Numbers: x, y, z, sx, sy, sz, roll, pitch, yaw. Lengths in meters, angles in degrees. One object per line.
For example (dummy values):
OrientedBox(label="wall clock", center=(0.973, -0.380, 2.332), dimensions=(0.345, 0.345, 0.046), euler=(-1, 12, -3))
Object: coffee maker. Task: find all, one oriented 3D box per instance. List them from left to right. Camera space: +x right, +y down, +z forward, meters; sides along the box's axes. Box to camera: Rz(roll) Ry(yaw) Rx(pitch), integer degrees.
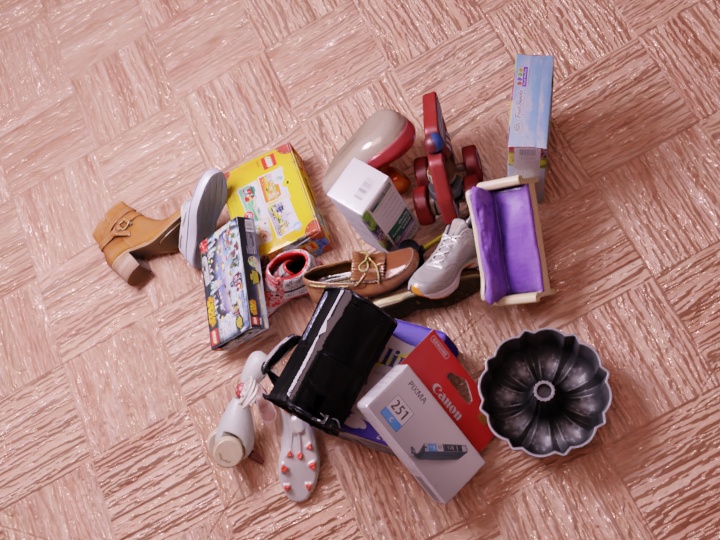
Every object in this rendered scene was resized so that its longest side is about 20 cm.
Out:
OrientedBox(label="coffee maker", center=(-0.032, 0.138, 1.551), dimensions=(0.192, 0.135, 0.201), euler=(16, 73, 47))

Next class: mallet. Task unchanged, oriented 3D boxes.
OrientedBox(label="mallet", center=(0.152, -0.061, 1.763), dimensions=(0.199, 0.066, 0.041), euler=(-29, 63, -11))

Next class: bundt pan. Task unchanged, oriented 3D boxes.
OrientedBox(label="bundt pan", center=(0.281, 0.193, 1.580), dimensions=(0.201, 0.076, 0.203), euler=(-4, 68, 9))

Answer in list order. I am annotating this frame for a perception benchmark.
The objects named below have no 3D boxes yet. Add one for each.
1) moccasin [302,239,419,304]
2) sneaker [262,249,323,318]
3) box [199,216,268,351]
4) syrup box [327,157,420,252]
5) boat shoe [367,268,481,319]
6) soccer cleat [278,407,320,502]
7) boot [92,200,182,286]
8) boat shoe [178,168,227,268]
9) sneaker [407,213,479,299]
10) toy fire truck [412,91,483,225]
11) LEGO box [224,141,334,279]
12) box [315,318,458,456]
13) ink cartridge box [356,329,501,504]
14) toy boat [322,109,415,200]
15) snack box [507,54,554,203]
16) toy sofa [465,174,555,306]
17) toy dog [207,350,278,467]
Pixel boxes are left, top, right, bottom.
OrientedBox(label="moccasin", center=(0.000, -0.001, 1.704), dimensions=(0.201, 0.078, 0.074), euler=(-11, 44, 24))
OrientedBox(label="sneaker", center=(-0.158, 0.028, 1.787), dimensions=(0.201, 0.108, 0.067), euler=(-25, 63, 8))
OrientedBox(label="box", center=(-0.221, 0.024, 1.781), dimensions=(0.137, 0.040, 0.201), euler=(-31, 63, 48))
OrientedBox(label="syrup box", center=(0.026, -0.099, 1.723), dimensions=(0.081, 0.200, 0.079), euler=(32, 82, 28))
OrientedBox(label="boat shoe", center=(0.104, 0.025, 1.719), dimensions=(0.199, 0.072, 0.068), euler=(-16, 57, 8))
OrientedBox(label="soccer cleat", center=(-0.101, 0.275, 1.696), dimensions=(0.069, 0.078, 0.201), euler=(-4, 87, 2))
OrientedBox(label="boot", center=(-0.407, -0.085, 1.941), dimensions=(0.200, 0.074, 0.155), euler=(-42, 58, -4))
OrientedBox(label="boat shoe", center=(-0.295, -0.100, 1.858), dimensions=(0.067, 0.073, 0.201), euler=(34, 121, 29))
OrientedBox(label="sneaker", center=(0.141, -0.031, 1.650), dimensions=(0.075, 0.092, 0.200), euler=(19, 40, 33))
OrientedBox(label="toy fire truck", center=(0.134, -0.180, 1.722), dimensions=(0.112, 0.168, 0.200), euler=(-12, 41, 14))
OrientedBox(label="LEGO box", center=(-0.153, -0.107, 1.858), dimensions=(0.148, 0.077, 0.201), euler=(-24, 63, 8))
OrientedBox(label="box", center=(0.036, 0.182, 1.660), dimensions=(0.183, 0.105, 0.201), euler=(14, 74, 23))
OrientedBox(label="ink cartridge box", center=(0.119, 0.218, 1.561), dimensions=(0.176, 0.045, 0.200), euler=(-43, 102, -20))
OrientedBox(label="toy boat", center=(0.033, -0.181, 1.797), dimensions=(0.200, 0.131, 0.131), euler=(-42, 18, 43))
OrientedBox(label="snack box", center=(0.276, -0.227, 1.688), dimensions=(0.067, 0.200, 0.169), euler=(4, 69, 11))
OrientedBox(label="toy sofa", center=(0.239, -0.046, 1.637), dimensions=(0.083, 0.097, 0.201), euler=(-8, 91, 40))
OrientedBox(label="toy dog", center=(-0.178, 0.245, 1.710), dimensions=(0.200, 0.096, 0.132), euler=(-60, 18, 21))
